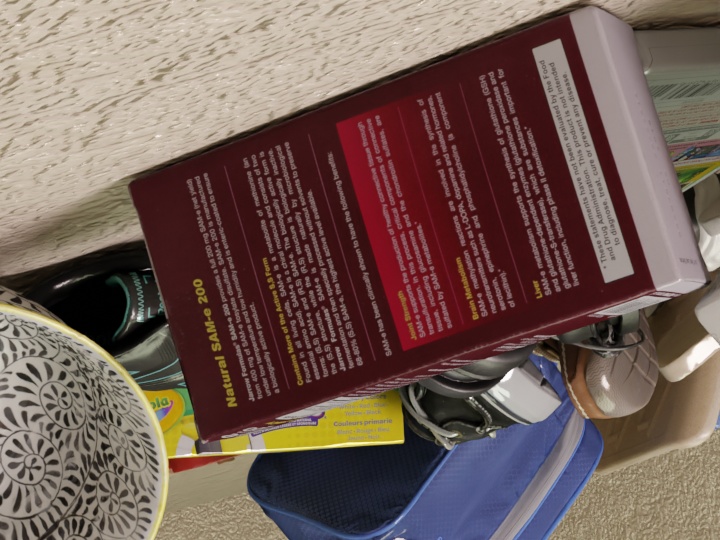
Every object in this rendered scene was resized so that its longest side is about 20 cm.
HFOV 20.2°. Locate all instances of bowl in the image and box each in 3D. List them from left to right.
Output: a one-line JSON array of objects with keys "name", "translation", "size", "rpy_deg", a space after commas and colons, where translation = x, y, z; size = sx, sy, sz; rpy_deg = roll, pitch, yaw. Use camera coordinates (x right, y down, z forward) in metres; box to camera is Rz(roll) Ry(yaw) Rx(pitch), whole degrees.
[{"name": "bowl", "translation": [-0.188, 0.070, 0.855], "size": [0.200, 0.201, 0.094], "rpy_deg": [-16, -144, -8]}]

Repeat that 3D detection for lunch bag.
[{"name": "lunch bag", "translation": [0.048, 0.116, 1.217], "size": [0.136, 0.132, 0.200], "rpy_deg": [18, -120, 46]}]

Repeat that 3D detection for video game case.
[{"name": "video game case", "translation": [0.123, -0.060, 0.910], "size": [0.200, 0.022, 0.182], "rpy_deg": [-10, 162, -45]}]

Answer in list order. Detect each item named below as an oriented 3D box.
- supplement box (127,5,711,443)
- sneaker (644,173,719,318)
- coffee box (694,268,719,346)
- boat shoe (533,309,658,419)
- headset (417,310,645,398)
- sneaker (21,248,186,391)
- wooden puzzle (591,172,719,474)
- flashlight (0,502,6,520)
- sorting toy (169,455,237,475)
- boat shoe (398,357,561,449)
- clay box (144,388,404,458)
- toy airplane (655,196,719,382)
[{"name": "supplement box", "translation": [0.021, -0.014, 0.774], "size": [0.200, 0.109, 0.061], "rpy_deg": [-19, 172, 19]}, {"name": "sneaker", "translation": [0.160, -0.014, 1.252], "size": [0.079, 0.074, 0.200], "rpy_deg": [-3, 164, -14]}, {"name": "coffee box", "translation": [0.288, -0.004, 0.762], "size": [0.198, 0.200, 0.200], "rpy_deg": [-35, -170, 47]}, {"name": "boat shoe", "translation": [0.113, 0.022, 1.080], "size": [0.072, 0.076, 0.200], "rpy_deg": [-20, -157, 15]}, {"name": "headset", "translation": [0.070, -0.002, 0.898], "size": [0.123, 0.094, 0.200], "rpy_deg": [-24, 153, 24]}, {"name": "sneaker", "translation": [-0.079, 0.024, 0.945], "size": [0.199, 0.076, 0.079], "rpy_deg": [-12, 166, -13]}, {"name": "wooden puzzle", "translation": [0.209, 0.038, 1.295], "size": [0.046, 0.186, 0.200], "rpy_deg": [18, 167, -9]}, {"name": "flashlight", "translation": [-0.199, 0.103, 1.015], "size": [0.068, 0.068, 0.200], "rpy_deg": [29, 165, -26]}, {"name": "sorting toy", "translation": [-0.072, 0.084, 1.324], "size": [0.198, 0.070, 0.200], "rpy_deg": [-15, 178, -24]}, {"name": "boat shoe", "translation": [0.057, 0.063, 1.046], "size": [0.071, 0.072, 0.200], "rpy_deg": [-38, 171, 1]}, {"name": "clay box", "translation": [-0.089, 0.076, 1.091], "size": [0.199, 0.048, 0.115], "rpy_deg": [-1, 178, -21]}, {"name": "toy airplane", "translation": [0.262, -0.025, 1.077], "size": [0.200, 0.141, 0.199], "rpy_deg": [-43, 176, 42]}]
